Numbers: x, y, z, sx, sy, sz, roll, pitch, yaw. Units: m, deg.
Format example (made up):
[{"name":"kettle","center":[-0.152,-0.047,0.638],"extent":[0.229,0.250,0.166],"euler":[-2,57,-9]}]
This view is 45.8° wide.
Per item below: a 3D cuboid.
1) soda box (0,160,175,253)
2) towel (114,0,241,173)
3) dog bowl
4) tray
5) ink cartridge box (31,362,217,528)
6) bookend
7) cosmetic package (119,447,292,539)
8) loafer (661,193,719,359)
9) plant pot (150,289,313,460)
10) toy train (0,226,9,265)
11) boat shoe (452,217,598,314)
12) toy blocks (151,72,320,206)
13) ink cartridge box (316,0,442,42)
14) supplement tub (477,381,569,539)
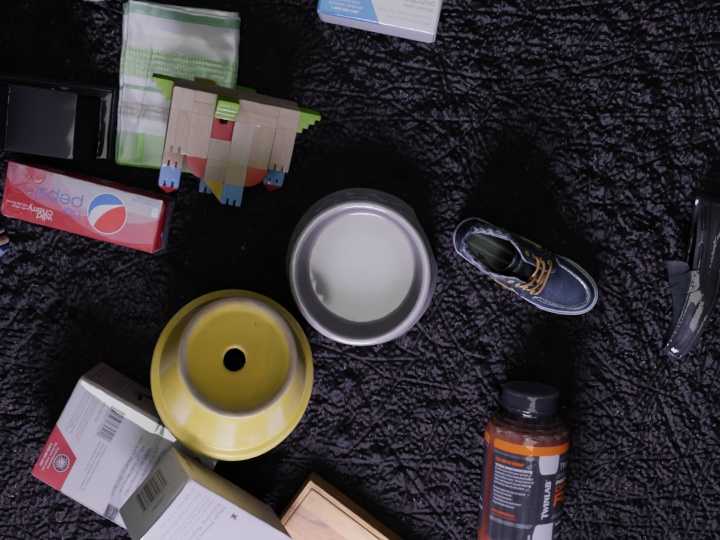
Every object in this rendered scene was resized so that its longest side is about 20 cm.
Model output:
[{"name":"soda box","center":[-0.337,-0.081,1.059],"extent":[0.197,0.063,0.071],"euler":[14,98,0]},{"name":"towel","center":[-0.228,-0.224,1.051],"extent":[0.146,0.031,0.204],"euler":[7,98,2]},{"name":"dog bowl","center":[0.000,0.000,1.058],"extent":[0.196,0.059,0.204],"euler":[0,97,2]},{"name":"tray","center":[-0.014,0.367,1.120],"extent":[0.199,0.037,0.099],"euler":[37,98,-2]},{"name":"ink cartridge box","center":[-0.290,0.235,1.089],"extent":[0.198,0.083,0.148],"euler":[30,97,-3]},{"name":"bookend","center":[-0.407,-0.183,0.979],"extent":[0.195,0.200,0.094],"euler":[8,99,2]},{"name":"cosmetic package","center":[-0.183,0.308,1.030],"extent":[0.102,0.074,0.200],"euler":[-49,130,-3]},{"name":"loafer","center":[0.404,0.007,1.039],"extent":[0.069,0.068,0.204],"euler":[20,93,7]},{"name":"plant pot","center":[-0.146,0.112,0.981],"extent":[0.197,0.189,0.204],"euler":[2,76,-9]},{"name":"toy train","center":[-0.523,0.020,1.095],"extent":[0.200,0.034,0.046],"euler":[-42,98,8]},{"name":"boat shoe","center":[0.203,0.002,1.032],"extent":[0.198,0.091,0.072],"euler":[26,98,-1]},{"name":"toy blocks","center":[-0.159,-0.144,1.022],"extent":[0.197,0.100,0.139],"euler":[8,112,-16]},{"name":"ink cartridge box","center":[0.037,-0.384,0.989],"extent":[0.143,0.084,0.204],"euler":[11,98,1]},{"name":"supplement tub","center":[0.203,0.244,1.058],"extent":[0.105,0.107,0.204],"euler":[3,99,2]}]
